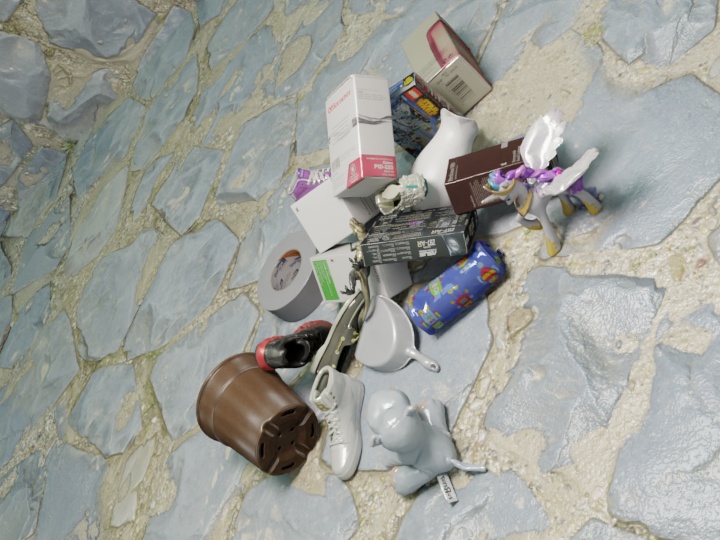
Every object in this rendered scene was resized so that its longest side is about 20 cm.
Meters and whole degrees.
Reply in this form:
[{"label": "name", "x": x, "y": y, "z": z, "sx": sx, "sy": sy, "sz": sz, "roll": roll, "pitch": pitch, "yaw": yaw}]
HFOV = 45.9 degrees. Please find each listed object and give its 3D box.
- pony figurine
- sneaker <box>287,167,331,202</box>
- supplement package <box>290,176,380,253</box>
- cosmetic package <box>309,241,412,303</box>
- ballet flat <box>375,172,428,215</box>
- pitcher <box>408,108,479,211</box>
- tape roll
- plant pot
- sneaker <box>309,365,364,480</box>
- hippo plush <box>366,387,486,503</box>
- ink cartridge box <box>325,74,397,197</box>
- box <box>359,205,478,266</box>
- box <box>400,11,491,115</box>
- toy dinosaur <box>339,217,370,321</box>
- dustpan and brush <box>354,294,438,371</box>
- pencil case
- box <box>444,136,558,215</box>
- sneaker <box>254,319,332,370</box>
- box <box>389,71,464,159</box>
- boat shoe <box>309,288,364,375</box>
[{"label": "pony figurine", "x": 0.314, "y": -0.142, "z": 1.413, "sx": 0.193, "sy": 0.199, "sz": 0.167, "roll": -45, "pitch": 37, "yaw": 15}, {"label": "sneaker", "x": -0.088, "y": -0.216, "z": 2.009, "sx": 0.199, "sy": 0.114, "sz": 0.073, "roll": -34, "pitch": 40, "yaw": 26}, {"label": "supplement package", "x": -0.036, "y": -0.143, "z": 1.811, "sx": 0.120, "sy": 0.121, "sz": 0.200, "roll": -30, "pitch": 6, "yaw": 31}, {"label": "cosmetic package", "x": 0.000, "y": 0.000, "z": 1.735, "sx": 0.084, "sy": 0.109, "sz": 0.198, "roll": -29, "pitch": 14, "yaw": -39}, {"label": "ballet flat", "x": 0.065, "y": -0.148, "z": 1.657, "sx": 0.073, "sy": 0.071, "sz": 0.200, "roll": -69, "pitch": 15, "yaw": -17}, {"label": "pitcher", "x": 0.176, "y": -0.208, "z": 1.701, "sx": 0.120, "sy": 0.171, "sz": 0.203, "roll": 25, "pitch": 101, "yaw": 21}, {"label": "tape roll", "x": -0.149, "y": 0.013, "z": 1.951, "sx": 0.199, "sy": 0.066, "sz": 0.203, "roll": -29, "pitch": 46, "yaw": 34}, {"label": "plant pot", "x": -0.198, "y": 0.297, "z": 1.706, "sx": 0.197, "sy": 0.199, "sz": 0.202, "roll": 28, "pitch": 86, "yaw": 46}, {"label": "sneaker", "x": -0.054, "y": 0.282, "z": 1.601, "sx": 0.073, "sy": 0.115, "sz": 0.203, "roll": -23, "pitch": 49, "yaw": 34}, {"label": "hippo plush", "x": 0.070, "y": 0.288, "z": 1.412, "sx": 0.160, "sy": 0.160, "sz": 0.201, "roll": -47, "pitch": 37, "yaw": 12}, {"label": "ink cartridge box", "x": -0.001, "y": -0.258, "z": 1.655, "sx": 0.145, "sy": 0.083, "sz": 0.204, "roll": 157, "pitch": 108, "yaw": -63}, {"label": "box", "x": 0.112, "y": -0.069, "z": 1.582, "sx": 0.196, "sy": 0.044, "sz": 0.161, "roll": -7, "pitch": 21, "yaw": 18}, {"label": "box", "x": 0.185, "y": -0.445, "z": 1.849, "sx": 0.109, "sy": 0.127, "sz": 0.202, "roll": -39, "pitch": 40, "yaw": 21}, {"label": "toy dinosaur", "x": -0.003, "y": 0.005, "z": 1.605, "sx": 0.047, "sy": 0.088, "sz": 0.204, "roll": 1, "pitch": 100, "yaw": 21}, {"label": "dustpan and brush", "x": 0.074, "y": 0.144, "z": 1.606, "sx": 0.199, "sy": 0.056, "sz": 0.142, "roll": 33, "pitch": 110, "yaw": 55}, {"label": "pencil case", "x": 0.175, "y": 0.027, "z": 1.553, "sx": 0.200, "sy": 0.078, "sz": 0.088, "roll": -43, "pitch": 46, "yaw": 19}, {"label": "box", "x": 0.257, "y": -0.179, "z": 1.550, "sx": 0.197, "sy": 0.076, "sz": 0.101, "roll": -16, "pitch": 30, "yaw": 21}, {"label": "sneaker", "x": -0.115, "y": 0.152, "z": 1.729, "sx": 0.097, "sy": 0.198, "sz": 0.072, "roll": -2, "pitch": 102, "yaw": 47}, {"label": "box", "x": 0.122, "y": -0.311, "z": 1.761, "sx": 0.136, "sy": 0.199, "sz": 0.041, "roll": -26, "pitch": 48, "yaw": 33}, {"label": "boat shoe", "x": -0.033, "y": 0.133, "z": 1.702, "sx": 0.060, "sy": 0.072, "sz": 0.204, "roll": 31, "pitch": 106, "yaw": 12}]
